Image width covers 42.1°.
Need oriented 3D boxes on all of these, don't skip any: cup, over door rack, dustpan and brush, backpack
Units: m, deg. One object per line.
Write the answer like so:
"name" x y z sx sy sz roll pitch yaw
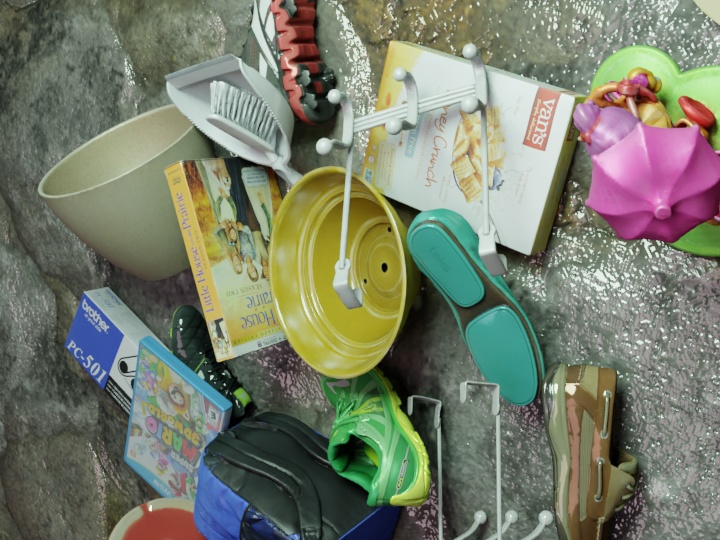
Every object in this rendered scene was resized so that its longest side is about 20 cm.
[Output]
"cup" -0.237 -0.076 1.049 0.198 0.201 0.145 -2 124 36
"over door rack" 0.112 0.206 0.867 0.148 0.065 0.204 144 119 -67
"dustpan and brush" -0.096 -0.130 0.944 0.138 0.199 0.058 0 66 49
"over door rack" 0.040 -0.085 0.787 0.145 0.066 0.204 -12 66 24
"backpack" -0.085 0.261 0.997 0.198 0.161 0.170 29 118 28

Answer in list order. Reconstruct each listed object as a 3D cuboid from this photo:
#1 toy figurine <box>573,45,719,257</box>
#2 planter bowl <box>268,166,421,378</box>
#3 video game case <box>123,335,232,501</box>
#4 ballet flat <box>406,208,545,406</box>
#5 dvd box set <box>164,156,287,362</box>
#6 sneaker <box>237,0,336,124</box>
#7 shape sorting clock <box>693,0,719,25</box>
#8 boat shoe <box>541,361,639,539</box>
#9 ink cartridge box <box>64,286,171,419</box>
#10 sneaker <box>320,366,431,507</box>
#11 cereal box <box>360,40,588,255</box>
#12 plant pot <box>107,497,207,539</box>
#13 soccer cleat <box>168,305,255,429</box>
"toy figurine" 0.218 -0.092 0.693 0.200 0.183 0.151 48 122 20
"planter bowl" 0.000 0.000 0.925 0.198 0.083 0.205 5 97 46
"video game case" -0.220 0.194 1.108 0.142 0.018 0.202 34 128 24
"ballet flat" 0.115 0.026 0.856 0.067 0.070 0.202 -28 100 32
"dvd box set" -0.122 -0.018 0.983 0.029 0.145 0.204 -17 88 34
"sneaker" -0.087 -0.244 0.962 0.097 0.070 0.204 -9 94 35
"shape sorting clock" 0.321 -0.265 0.674 0.197 0.039 0.204 8 107 28
"boat shoe" 0.206 0.180 0.821 0.072 0.076 0.204 -6 100 19
"ink cartridge box" -0.294 0.121 1.199 0.199 0.044 0.095 41 119 24
"sneaker" 0.000 0.156 0.936 0.200 0.082 0.075 -129 41 -50
"cereal box" 0.098 -0.117 0.867 0.198 0.039 0.146 24 111 31
"plant pot" -0.225 0.368 1.071 0.200 0.199 0.179 41 137 23
"soccer cleat" -0.169 0.136 1.103 0.080 0.067 0.204 -9 99 28
